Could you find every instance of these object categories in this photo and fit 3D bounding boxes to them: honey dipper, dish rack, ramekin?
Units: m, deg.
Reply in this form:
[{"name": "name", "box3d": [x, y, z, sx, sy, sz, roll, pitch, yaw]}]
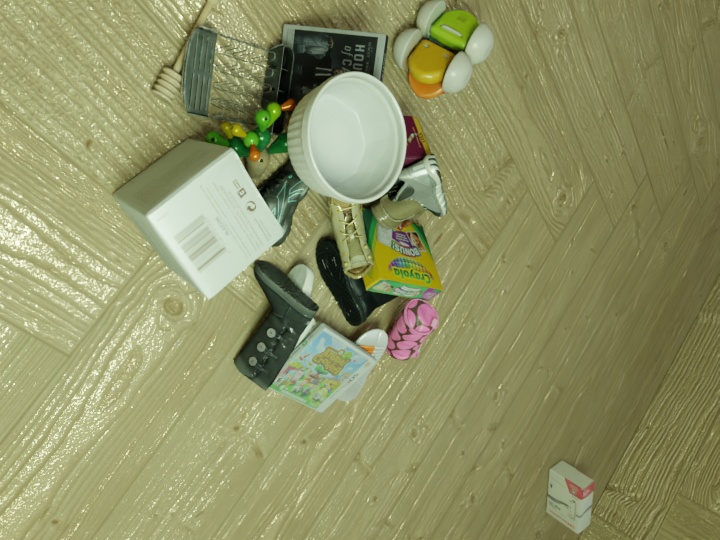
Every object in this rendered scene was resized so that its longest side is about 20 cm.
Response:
[{"name": "honey dipper", "box3d": [-0.281, -0.371, 0.926, 0.038, 0.038, 0.204, 28, 83, -40]}, {"name": "dish rack", "box3d": [-0.209, -0.324, 0.970, 0.198, 0.054, 0.157, -5, 108, -50]}, {"name": "ramekin", "box3d": [-0.029, -0.214, 0.937, 0.197, 0.104, 0.206, -5, 98, -35]}]

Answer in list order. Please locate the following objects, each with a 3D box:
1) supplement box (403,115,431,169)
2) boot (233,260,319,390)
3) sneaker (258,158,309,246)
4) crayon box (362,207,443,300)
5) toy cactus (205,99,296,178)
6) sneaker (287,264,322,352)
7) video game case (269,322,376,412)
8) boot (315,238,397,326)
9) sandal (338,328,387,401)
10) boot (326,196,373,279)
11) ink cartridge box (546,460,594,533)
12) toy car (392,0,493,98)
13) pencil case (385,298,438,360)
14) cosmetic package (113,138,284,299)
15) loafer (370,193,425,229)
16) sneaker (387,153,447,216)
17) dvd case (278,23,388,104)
[{"name": "supplement box", "box3d": [0.026, -0.235, 1.138, 0.197, 0.131, 0.105, -8, 72, -36]}, {"name": "boot", "box3d": [-0.191, 0.109, 1.119, 0.202, 0.164, 0.065, -57, 159, 20]}, {"name": "sneaker", "box3d": [-0.150, -0.148, 1.077, 0.078, 0.075, 0.204, 22, 89, -38]}, {"name": "crayon box", "box3d": [0.079, -0.032, 1.243, 0.197, 0.058, 0.176, 11, 53, -41]}, {"name": "toy cactus", "box3d": [-0.168, -0.213, 0.989, 0.197, 0.165, 0.104, -23, 74, -26]}, {"name": "sneaker", "box3d": [-0.118, 0.088, 1.184, 0.114, 0.073, 0.204, 12, 106, -42]}, {"name": "video game case", "box3d": [-0.083, 0.218, 1.226, 0.182, 0.022, 0.199, -43, 135, 8]}, {"name": "boot", "box3d": [0.000, 0.000, 1.249, 0.167, 0.076, 0.203, -35, 103, -46]}, {"name": "sandal", "box3d": [-0.010, 0.210, 1.321, 0.078, 0.060, 0.209, 18, 113, -24]}, {"name": "boot", "box3d": [-0.020, -0.083, 1.093, 0.071, 0.159, 0.201, -12, 158, -6]}, {"name": "ink cartridge box", "box3d": [0.773, 0.837, 2.091, 0.081, 0.145, 0.205, -16, 113, -32]}, {"name": "toy car", "box3d": [0.176, -0.456, 1.211, 0.201, 0.173, 0.150, -53, 164, -13]}, {"name": "pencil case", "box3d": [0.120, 0.142, 1.316, 0.091, 0.093, 0.201, -52, 172, -26]}, {"name": "cosmetic package", "box3d": [-0.264, -0.092, 0.919, 0.166, 0.198, 0.169, -43, 126, -19]}, {"name": "loafer", "box3d": [0.094, -0.149, 1.250, 0.077, 0.067, 0.199, 53, 38, 7]}, {"name": "sneaker", "box3d": [0.114, -0.163, 1.178, 0.113, 0.077, 0.201, -18, 153, 7]}, {"name": "dvd case", "box3d": [-0.055, -0.356, 1.025, 0.025, 0.195, 0.154, -26, 126, -71]}]
